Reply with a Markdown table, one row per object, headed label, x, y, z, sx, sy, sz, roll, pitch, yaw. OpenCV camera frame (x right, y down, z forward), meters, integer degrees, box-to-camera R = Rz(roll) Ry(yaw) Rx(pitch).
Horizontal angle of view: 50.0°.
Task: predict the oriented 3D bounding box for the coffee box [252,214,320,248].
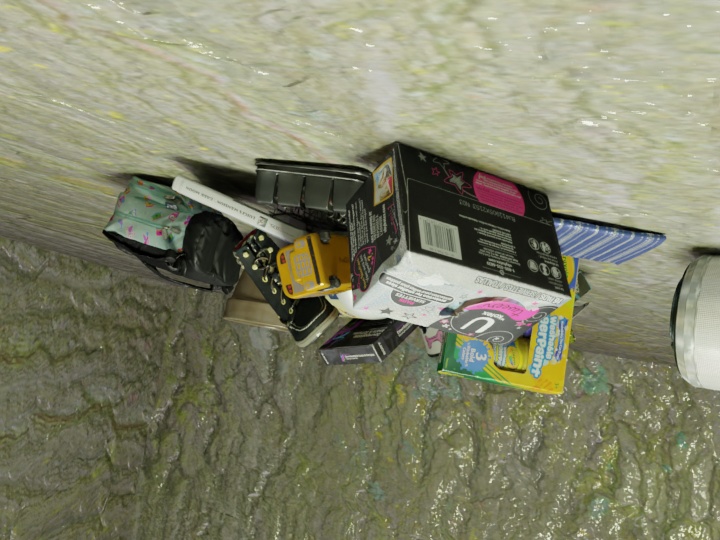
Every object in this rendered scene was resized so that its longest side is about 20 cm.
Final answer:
| label | x | y | z | sx | sy | sz | roll | pitch | yaw |
| --- | --- | --- | --- | --- | --- | --- | --- | --- | --- |
| coffee box | -0.079 | -0.030 | 1.320 | 0.197 | 0.082 | 0.112 | 17 | 170 | -39 |

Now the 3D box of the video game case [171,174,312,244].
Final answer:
| label | x | y | z | sx | sy | sz | roll | pitch | yaw |
| --- | --- | --- | --- | --- | --- | --- | --- | --- | --- |
| video game case | -0.146 | -0.074 | 1.055 | 0.179 | 0.024 | 0.200 | 24 | -179 | 4 |

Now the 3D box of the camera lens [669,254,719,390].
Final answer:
| label | x | y | z | sx | sy | sz | roll | pitch | yaw |
| --- | --- | --- | --- | --- | --- | --- | --- | --- | --- |
| camera lens | 0.477 | 0.067 | 0.903 | 0.197 | 0.164 | 0.159 | 5 | 172 | 38 |

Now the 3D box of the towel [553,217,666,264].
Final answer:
| label | x | y | z | sx | sy | sz | roll | pitch | yaw |
| --- | --- | --- | --- | --- | --- | --- | --- | --- | --- |
| towel | 0.256 | -0.045 | 0.962 | 0.195 | 0.024 | 0.145 | 10 | 171 | -1 |

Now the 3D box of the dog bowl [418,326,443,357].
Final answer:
| label | x | y | z | sx | sy | sz | roll | pitch | yaw |
| --- | --- | --- | --- | --- | --- | --- | --- | --- | --- |
| dog bowl | 0.175 | 0.055 | 1.260 | 0.198 | 0.075 | 0.200 | -33 | -176 | 2 |

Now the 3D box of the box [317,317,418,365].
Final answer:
| label | x | y | z | sx | sy | sz | roll | pitch | yaw |
| --- | --- | --- | --- | --- | --- | --- | --- | --- | --- |
| box | 0.042 | 0.076 | 1.199 | 0.199 | 0.037 | 0.142 | -38 | -165 | -35 |

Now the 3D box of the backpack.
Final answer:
| label | x | y | z | sx | sy | sz | roll | pitch | yaw |
| --- | --- | --- | --- | --- | --- | --- | --- | --- | --- |
| backpack | -0.281 | -0.057 | 1.160 | 0.197 | 0.129 | 0.167 | 20 | 166 | 21 |

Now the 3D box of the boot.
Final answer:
| label | x | y | z | sx | sy | sz | roll | pitch | yaw |
| --- | --- | --- | --- | --- | --- | --- | --- | --- | --- |
| boot | -0.109 | 0.020 | 1.069 | 0.154 | 0.073 | 0.203 | 50 | 175 | -14 |

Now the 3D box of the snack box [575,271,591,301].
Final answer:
| label | x | y | z | sx | sy | sz | roll | pitch | yaw |
| --- | --- | --- | --- | --- | --- | --- | --- | --- | --- |
| snack box | 0.270 | 0.070 | 1.199 | 0.198 | 0.037 | 0.116 | -25 | 169 | -47 |

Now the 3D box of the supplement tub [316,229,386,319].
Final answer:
| label | x | y | z | sx | sy | sz | roll | pitch | yaw |
| --- | --- | --- | --- | --- | --- | --- | --- | --- | --- |
| supplement tub | 0.000 | 0.000 | 1.171 | 0.142 | 0.148 | 0.199 | 14 | 172 | -27 |

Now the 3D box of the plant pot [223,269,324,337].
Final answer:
| label | x | y | z | sx | sy | sz | roll | pitch | yaw |
| --- | --- | --- | --- | --- | --- | --- | --- | --- | --- |
| plant pot | -0.149 | 0.025 | 1.476 | 0.195 | 0.178 | 0.200 | 11 | 173 | 1 |

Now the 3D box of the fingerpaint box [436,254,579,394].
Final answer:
| label | x | y | z | sx | sy | sz | roll | pitch | yaw |
| --- | --- | --- | --- | --- | --- | --- | --- | --- | --- |
| fingerpaint box | 0.202 | 0.053 | 1.053 | 0.163 | 0.205 | 0.073 | 11 | 171 | 0 |

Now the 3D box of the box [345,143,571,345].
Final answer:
| label | x | y | z | sx | sy | sz | roll | pitch | yaw |
| --- | --- | --- | --- | --- | --- | --- | --- | --- | --- |
| box | 0.095 | -0.018 | 0.788 | 0.196 | 0.135 | 0.115 | 14 | 144 | -26 |

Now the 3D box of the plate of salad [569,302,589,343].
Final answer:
| label | x | y | z | sx | sy | sz | roll | pitch | yaw |
| --- | --- | --- | --- | --- | --- | --- | --- | --- | --- |
| plate of salad | 0.291 | 0.120 | 1.231 | 0.048 | 0.199 | 0.200 | 51 | 179 | 10 |

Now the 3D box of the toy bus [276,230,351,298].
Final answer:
| label | x | y | z | sx | sy | sz | roll | pitch | yaw |
| --- | --- | --- | --- | --- | --- | --- | --- | --- | --- |
| toy bus | -0.044 | -0.005 | 0.962 | 0.077 | 0.067 | 0.200 | -14 | 176 | 17 |

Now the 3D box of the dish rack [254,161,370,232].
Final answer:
| label | x | y | z | sx | sy | sz | roll | pitch | yaw |
| --- | --- | --- | --- | --- | --- | --- | --- | --- | --- |
| dish rack | -0.032 | -0.081 | 0.972 | 0.150 | 0.056 | 0.199 | 9 | 175 | 23 |
